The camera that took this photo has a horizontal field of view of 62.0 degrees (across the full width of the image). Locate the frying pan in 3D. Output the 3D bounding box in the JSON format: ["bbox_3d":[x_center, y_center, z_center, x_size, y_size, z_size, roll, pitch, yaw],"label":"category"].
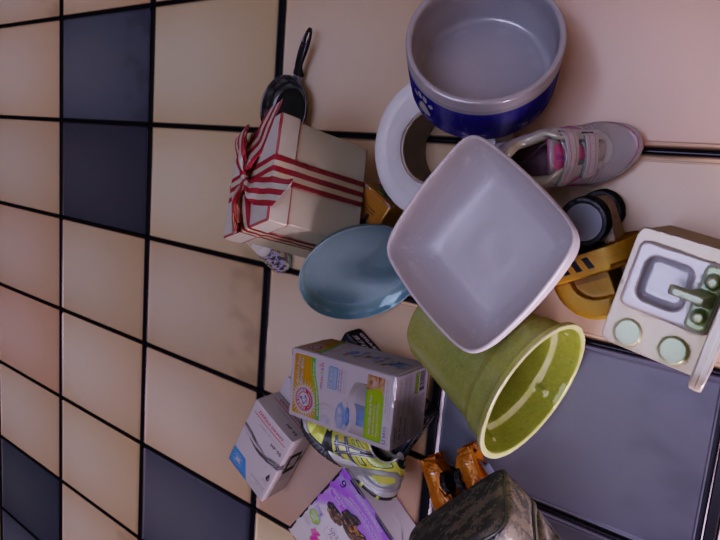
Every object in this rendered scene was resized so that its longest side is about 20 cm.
[{"bbox_3d":[-0.131,-0.328,1.073,0.113,0.031,0.194,12,98,35],"label":"frying pan"}]

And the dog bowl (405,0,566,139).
[{"bbox_3d":[0.158,-0.274,0.771,0.196,0.079,0.204,-3,68,8],"label":"dog bowl"}]

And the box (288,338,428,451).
[{"bbox_3d":[-0.006,0.184,0.930,0.197,0.101,0.115,10,99,34],"label":"box"}]

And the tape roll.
[{"bbox_3d":[0.119,-0.179,0.877,0.199,0.070,0.207,5,98,37],"label":"tape roll"}]

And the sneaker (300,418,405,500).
[{"bbox_3d":[-0.009,0.278,0.968,0.198,0.075,0.077,31,106,18],"label":"sneaker"}]

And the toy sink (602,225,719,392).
[{"bbox_3d":[0.344,0.029,0.649,0.111,0.198,0.133,23,109,32],"label":"toy sink"}]

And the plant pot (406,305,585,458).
[{"bbox_3d":[0.166,0.111,0.813,0.184,0.198,0.204,38,116,39],"label":"plant pot"}]

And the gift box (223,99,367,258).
[{"bbox_3d":[-0.104,-0.134,0.929,0.199,0.184,0.189,-20,63,53],"label":"gift box"}]

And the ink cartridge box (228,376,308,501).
[{"bbox_3d":[-0.164,0.318,1.141,0.116,0.066,0.202,40,117,27],"label":"ink cartridge box"}]

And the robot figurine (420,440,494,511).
[{"bbox_3d":[0.171,0.369,0.901,0.144,0.058,0.204,-28,77,36],"label":"robot figurine"}]

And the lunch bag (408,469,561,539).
[{"bbox_3d":[0.171,0.394,0.788,0.168,0.139,0.200,46,111,-2],"label":"lunch bag"}]

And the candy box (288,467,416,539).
[{"bbox_3d":[-0.013,0.454,1.038,0.168,0.071,0.201,49,120,22],"label":"candy box"}]

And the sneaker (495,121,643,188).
[{"bbox_3d":[0.252,-0.137,0.742,0.196,0.088,0.083,-11,96,9],"label":"sneaker"}]

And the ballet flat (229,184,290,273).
[{"bbox_3d":[-0.198,-0.083,1.125,0.072,0.071,0.203,-33,75,34],"label":"ballet flat"}]

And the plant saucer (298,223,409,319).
[{"bbox_3d":[0.000,0.000,0.925,0.201,0.198,0.028,-48,38,29],"label":"plant saucer"}]

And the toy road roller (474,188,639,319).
[{"bbox_3d":[0.256,-0.007,0.762,0.198,0.122,0.149,-20,89,36],"label":"toy road roller"}]

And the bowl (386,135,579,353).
[{"bbox_3d":[0.146,-0.028,0.710,0.201,0.074,0.201,-52,58,24],"label":"bowl"}]

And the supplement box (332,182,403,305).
[{"bbox_3d":[-0.003,-0.041,0.986,0.066,0.068,0.202,43,119,25],"label":"supplement box"}]

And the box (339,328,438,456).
[{"bbox_3d":[0.014,0.225,1.011,0.200,0.046,0.161,43,118,25],"label":"box"}]
